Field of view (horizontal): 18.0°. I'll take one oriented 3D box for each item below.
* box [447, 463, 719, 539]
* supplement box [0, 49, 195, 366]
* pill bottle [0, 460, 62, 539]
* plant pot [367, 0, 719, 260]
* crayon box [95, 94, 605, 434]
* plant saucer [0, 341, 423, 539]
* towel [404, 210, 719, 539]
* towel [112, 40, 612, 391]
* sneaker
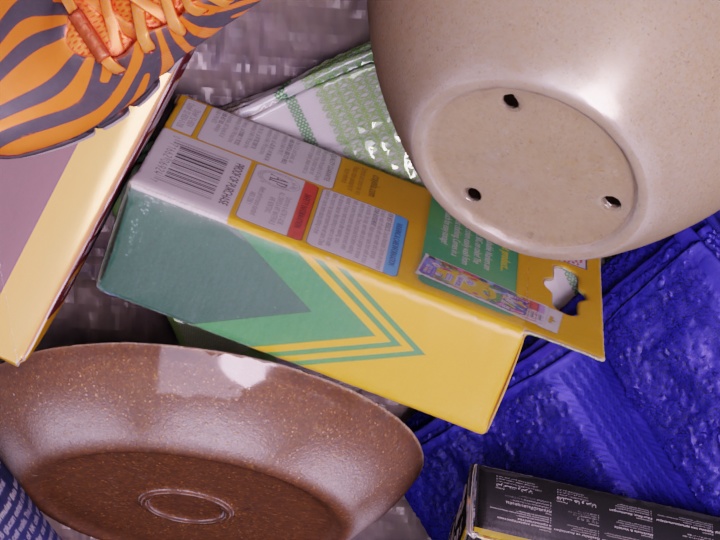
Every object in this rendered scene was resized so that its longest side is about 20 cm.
[{"bbox_3d":[0.122,0.175,0.962,0.198,0.049,0.160,13,126,-3],"label":"box"},{"bbox_3d":[-0.174,-0.102,0.928,0.199,0.133,0.198,28,97,-6],"label":"supplement box"},{"bbox_3d":[-0.185,0.125,0.949,0.111,0.111,0.201,-31,107,12],"label":"pill bottle"},{"bbox_3d":[0.084,-0.083,0.857,0.199,0.135,0.201,16,143,12],"label":"plant pot"},{"bbox_3d":[0.000,0.000,0.943,0.199,0.126,0.052,20,111,-2],"label":"crayon box"},{"bbox_3d":[-0.073,0.087,0.979,0.199,0.201,0.037,7,66,1],"label":"plant saucer"},{"bbox_3d":[0.111,0.082,0.985,0.200,0.049,0.148,-39,72,27],"label":"towel"},{"bbox_3d":[-0.001,-0.019,1.015,0.199,0.031,0.150,-22,104,10],"label":"towel"},{"bbox_3d":[-0.073,-0.110,0.807,0.200,0.112,0.078,-38,98,3],"label":"sneaker"}]
